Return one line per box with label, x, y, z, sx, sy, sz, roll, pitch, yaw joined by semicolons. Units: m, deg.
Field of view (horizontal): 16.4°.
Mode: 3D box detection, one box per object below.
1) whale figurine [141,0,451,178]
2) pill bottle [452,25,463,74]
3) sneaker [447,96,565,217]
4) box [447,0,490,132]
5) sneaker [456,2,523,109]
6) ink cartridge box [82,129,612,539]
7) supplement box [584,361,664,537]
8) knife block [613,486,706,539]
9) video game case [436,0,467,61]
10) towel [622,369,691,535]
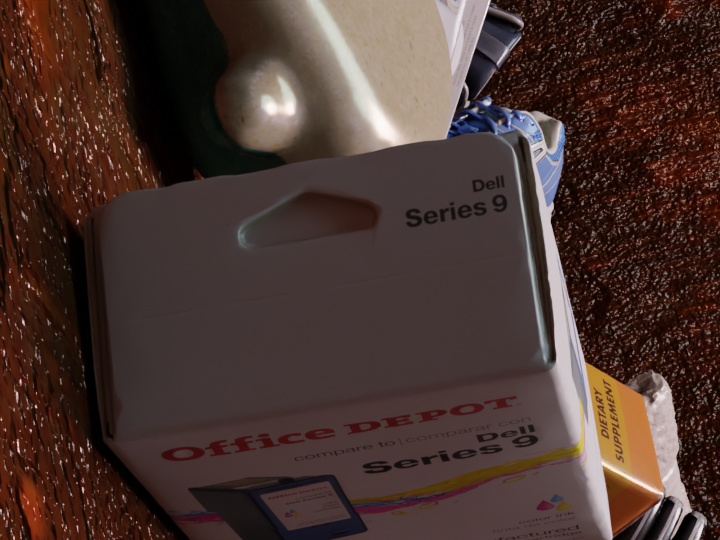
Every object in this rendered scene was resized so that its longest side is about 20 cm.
whale figurine;-0.049;-0.103;0.984;0.200;0.103;0.160;45;38;-33
pill bottle;-0.020;-0.169;1.207;0.200;0.110;0.111;70;10;-51
sneaker;0.058;-0.067;1.468;0.200;0.075;0.077;6;105;-61
box;0.034;-0.109;1.325;0.039;0.041;0.201;-164;-89;-75
sneaker;0.024;-0.176;1.475;0.146;0.077;0.202;35;-13;23
ink cartridge box;0.002;0.039;0.846;0.200;0.144;0.088;67;14;-65
supplement box;0.041;0.055;1.096;0.199;0.069;0.067;28;37;-31
knife block;0.092;0.197;1.193;0.064;0.175;0.201;148;-69;-75
video game case;0.011;-0.215;1.116;0.182;0.024;0.201;32;68;-51
towel;0.097;0.150;1.343;0.034;0.200;0.133;40;-24;41
